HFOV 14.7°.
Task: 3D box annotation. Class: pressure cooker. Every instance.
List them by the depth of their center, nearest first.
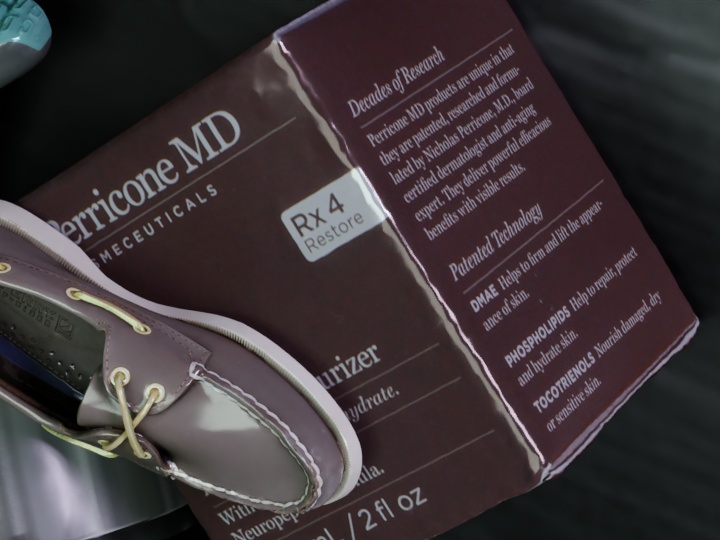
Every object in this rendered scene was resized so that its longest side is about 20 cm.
[{"bbox_3d":[-0.158,0.083,1.240,0.179,0.176,0.200,-178,74,-71],"label":"pressure cooker"}]

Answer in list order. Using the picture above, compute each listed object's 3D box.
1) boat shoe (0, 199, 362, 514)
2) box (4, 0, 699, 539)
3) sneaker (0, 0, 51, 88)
[{"bbox_3d":[-0.094,0.041,1.073,0.200,0.060,0.072,31,123,15],"label":"boat shoe"},{"bbox_3d":[0.000,0.000,1.140,0.166,0.164,0.200,-30,94,35],"label":"box"},{"bbox_3d":[-0.201,-0.061,1.292,0.200,0.078,0.091,-27,112,38],"label":"sneaker"}]
